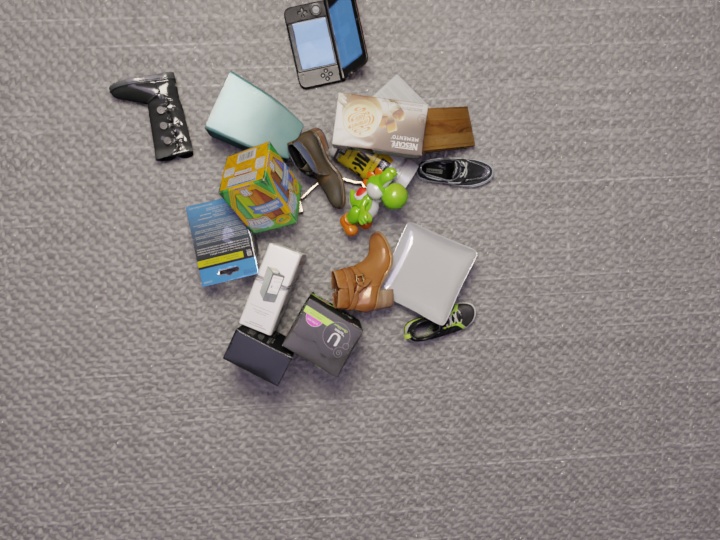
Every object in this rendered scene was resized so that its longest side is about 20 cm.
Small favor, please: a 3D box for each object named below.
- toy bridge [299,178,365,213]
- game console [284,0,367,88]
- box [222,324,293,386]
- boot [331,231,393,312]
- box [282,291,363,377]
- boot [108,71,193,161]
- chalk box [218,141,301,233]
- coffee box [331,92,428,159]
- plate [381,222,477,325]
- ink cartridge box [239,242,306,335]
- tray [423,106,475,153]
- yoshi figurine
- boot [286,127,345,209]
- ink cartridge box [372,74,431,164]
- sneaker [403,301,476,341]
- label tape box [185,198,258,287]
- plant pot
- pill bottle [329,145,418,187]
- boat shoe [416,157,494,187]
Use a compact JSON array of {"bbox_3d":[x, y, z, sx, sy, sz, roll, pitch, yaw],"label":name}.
[{"bbox_3d":[-0.071,-0.200,1.369,0.198,0.027,0.068,-15,92,-1],"label":"toy bridge"},{"bbox_3d":[-0.086,-0.563,1.307,0.171,0.119,0.202,-13,93,-2],"label":"game console"},{"bbox_3d":[-0.230,0.188,1.291,0.140,0.200,0.079,25,91,-3],"label":"box"},{"bbox_3d":[0.000,0.000,1.322,0.153,0.074,0.202,0,76,-25],"label":"boot"},{"bbox_3d":[-0.087,0.146,1.297,0.148,0.200,0.125,31,91,-3],"label":"box"},{"bbox_3d":[-0.506,-0.364,1.327,0.163,0.066,0.202,-13,97,0],"label":"boot"},{"bbox_3d":[-0.220,-0.175,1.282,0.124,0.200,0.125,-13,51,20],"label":"chalk box"},{"bbox_3d":[0.043,-0.317,1.209,0.198,0.080,0.116,8,95,0],"label":"coffee box"},{"bbox_3d":[0.165,0.006,1.358,0.198,0.032,0.201,26,92,23],"label":"plate"},{"bbox_3d":[-0.207,0.040,1.314,0.083,0.146,0.202,21,91,-2],"label":"ink cartridge box"},{"bbox_3d":[0.193,-0.341,1.319,0.199,0.037,0.100,-15,94,-37],"label":"tray"},{"bbox_3d":[0.041,-0.152,1.290,0.111,0.200,0.113,15,51,-24],"label":"yoshi figurine"},{"bbox_3d":[-0.106,-0.229,1.293,0.097,0.074,0.202,-31,104,-42],"label":"boot"},{"bbox_3d":[0.084,-0.358,1.318,0.160,0.047,0.200,44,62,-5],"label":"ink cartridge box"},{"bbox_3d":[0.204,0.139,1.369,0.198,0.083,0.072,-21,94,-2],"label":"sneaker"},{"bbox_3d":[-0.329,-0.070,1.330,0.143,0.063,0.202,-13,84,-2],"label":"label tape box"},{"bbox_3d":[-0.244,-0.348,1.301,0.199,0.141,0.142,25,91,-11],"label":"plant pot"},{"bbox_3d":[0.035,-0.272,1.327,0.199,0.114,0.115,34,91,-3],"label":"pill bottle"},{"bbox_3d":[0.240,-0.249,1.361,0.198,0.068,0.073,5,92,-3],"label":"boat shoe"}]
